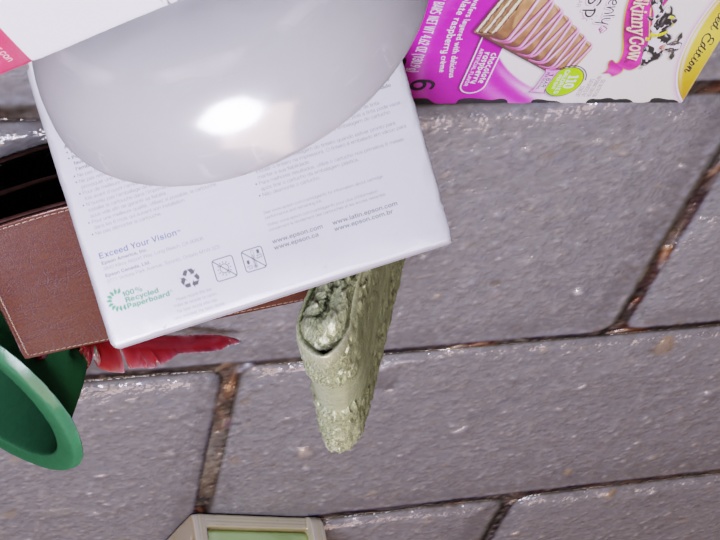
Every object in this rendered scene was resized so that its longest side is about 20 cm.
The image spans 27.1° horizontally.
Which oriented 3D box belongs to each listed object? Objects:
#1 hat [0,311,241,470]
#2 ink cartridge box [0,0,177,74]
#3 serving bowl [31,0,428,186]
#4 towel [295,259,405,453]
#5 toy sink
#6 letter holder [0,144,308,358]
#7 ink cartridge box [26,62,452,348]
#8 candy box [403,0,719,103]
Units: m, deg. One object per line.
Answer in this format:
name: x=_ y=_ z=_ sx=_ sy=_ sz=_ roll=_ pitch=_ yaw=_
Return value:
hat: x=-0.211 y=0.026 z=1.057 sx=0.164 sy=0.177 sz=0.201 roll=25 pitch=150 yaw=20
ink cartridge box: x=-0.115 y=-0.184 z=0.640 sx=0.198 sy=0.147 sz=0.084 roll=-19 pitch=147 yaw=11
serving bowl: x=-0.070 y=-0.137 z=0.692 sx=0.198 sy=0.202 sz=0.066 roll=-18 pitch=140 yaw=8
towel: x=0.000 y=0.000 z=0.943 sx=0.036 sy=0.202 sz=0.149 roll=8 pitch=149 yaw=9
toy sink: x=-0.090 y=0.324 z=1.489 sx=0.198 sy=0.132 sz=0.112 roll=9 pitch=142 yaw=-31
letter holder: x=-0.130 y=-0.042 z=0.912 sx=0.198 sy=0.101 sz=0.143 roll=-12 pitch=147 yaw=-3
ink cartridge box: x=-0.070 y=-0.082 z=0.811 sx=0.194 sy=0.202 sz=0.043 roll=-17 pitch=-175 yaw=-3
candy box: x=0.115 y=-0.159 z=0.852 sx=0.198 sy=0.062 sz=0.137 roll=-3 pitch=147 yaw=-17
